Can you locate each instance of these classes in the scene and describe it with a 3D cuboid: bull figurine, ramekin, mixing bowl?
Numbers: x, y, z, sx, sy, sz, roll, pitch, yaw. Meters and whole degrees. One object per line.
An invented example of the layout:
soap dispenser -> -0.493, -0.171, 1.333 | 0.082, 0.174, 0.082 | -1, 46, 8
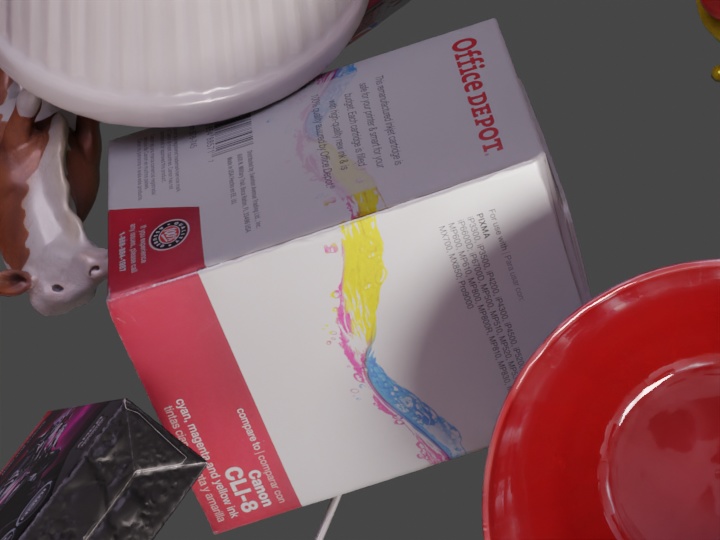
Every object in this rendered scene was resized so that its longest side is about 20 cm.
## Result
bull figurine -> -0.159, -0.061, 1.069 | 0.065, 0.122, 0.200 | 9, 19, -22
ramekin -> -0.091, -0.172, 0.994 | 0.202, 0.094, 0.203 | 1, 53, -1
mixing bowl -> 0.154, 0.093, 0.892 | 0.200, 0.108, 0.201 | 0, 92, 8

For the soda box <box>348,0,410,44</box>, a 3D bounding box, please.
soda box -> -0.048, -0.215, 1.124 | 0.063, 0.070, 0.200 | -36, 88, -6

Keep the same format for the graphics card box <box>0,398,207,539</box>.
graphics card box -> -0.144, 0.122, 0.954 | 0.051, 0.200, 0.126 | 40, 75, -12

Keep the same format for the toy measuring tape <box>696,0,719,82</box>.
toy measuring tape -> 0.214, -0.178, 1.059 | 0.073, 0.074, 0.200 | 22, 103, 23

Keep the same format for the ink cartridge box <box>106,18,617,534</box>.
ink cartridge box -> 0.000, 0.000, 0.979 | 0.200, 0.145, 0.145 | -18, 31, 6

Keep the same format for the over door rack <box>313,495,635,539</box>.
over door rack -> 0.019, 0.174, 0.954 | 0.148, 0.067, 0.200 | 20, 70, 22
